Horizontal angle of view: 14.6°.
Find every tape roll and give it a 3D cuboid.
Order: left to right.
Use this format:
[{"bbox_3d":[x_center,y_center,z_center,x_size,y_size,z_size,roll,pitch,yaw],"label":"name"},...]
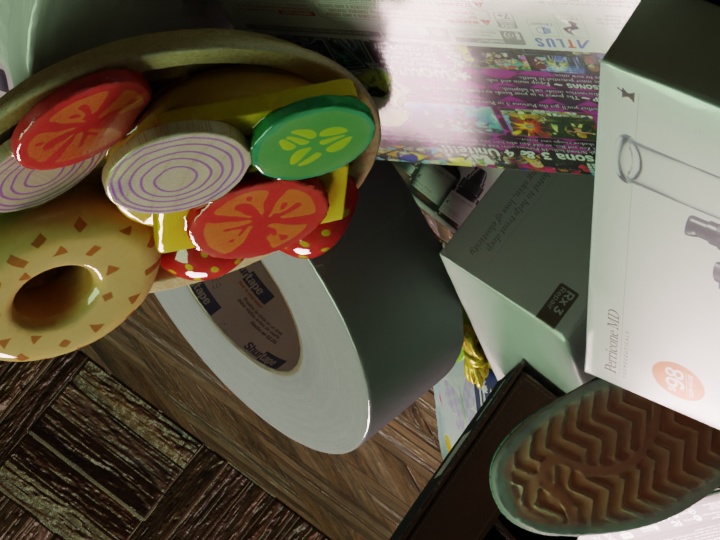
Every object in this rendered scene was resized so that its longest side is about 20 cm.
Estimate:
[{"bbox_3d":[-0.040,-0.010,1.374,0.200,0.066,0.201,41,153,26],"label":"tape roll"}]

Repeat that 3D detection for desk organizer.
[{"bbox_3d":[0.046,0.150,1.338,0.077,0.200,0.072,35,169,1],"label":"desk organizer"}]

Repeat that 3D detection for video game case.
[{"bbox_3d":[0.047,-0.097,1.145,0.199,0.036,0.181,5,154,22],"label":"video game case"}]

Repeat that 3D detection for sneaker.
[{"bbox_3d":[0.143,0.069,1.292,0.072,0.199,0.080,68,163,-1],"label":"sneaker"}]

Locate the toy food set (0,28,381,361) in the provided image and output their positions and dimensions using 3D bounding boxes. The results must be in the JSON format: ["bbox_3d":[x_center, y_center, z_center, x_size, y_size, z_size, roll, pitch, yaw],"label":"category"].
[{"bbox_3d":[-0.086,-0.034,1.166,0.198,0.199,0.049,96,161,-61],"label":"toy food set"}]

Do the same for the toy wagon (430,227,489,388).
[{"bbox_3d":[0.000,0.000,1.459,0.199,0.040,0.156,28,147,35],"label":"toy wagon"}]

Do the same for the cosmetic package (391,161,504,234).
[{"bbox_3d":[-0.003,-0.108,1.354,0.200,0.051,0.083,38,141,4],"label":"cosmetic package"}]

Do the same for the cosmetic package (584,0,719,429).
[{"bbox_3d":[0.165,-0.005,1.085,0.150,0.052,0.201,25,148,20],"label":"cosmetic package"}]

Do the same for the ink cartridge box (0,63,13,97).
[{"bbox_3d":[-0.182,-0.150,1.607,0.084,0.145,0.200,32,167,33],"label":"ink cartridge box"}]

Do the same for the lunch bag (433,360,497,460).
[{"bbox_3d":[0.130,0.093,1.608,0.200,0.127,0.169,52,164,-24],"label":"lunch bag"}]

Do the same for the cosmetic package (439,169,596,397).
[{"bbox_3d":[0.116,0.009,1.353,0.081,0.113,0.200,34,166,25],"label":"cosmetic package"}]

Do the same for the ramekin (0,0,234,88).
[{"bbox_3d":[-0.082,-0.145,1.198,0.094,0.202,0.203,45,174,33],"label":"ramekin"}]

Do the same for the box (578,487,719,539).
[{"bbox_3d":[0.232,0.147,1.464,0.199,0.044,0.160,-20,125,44],"label":"box"}]
